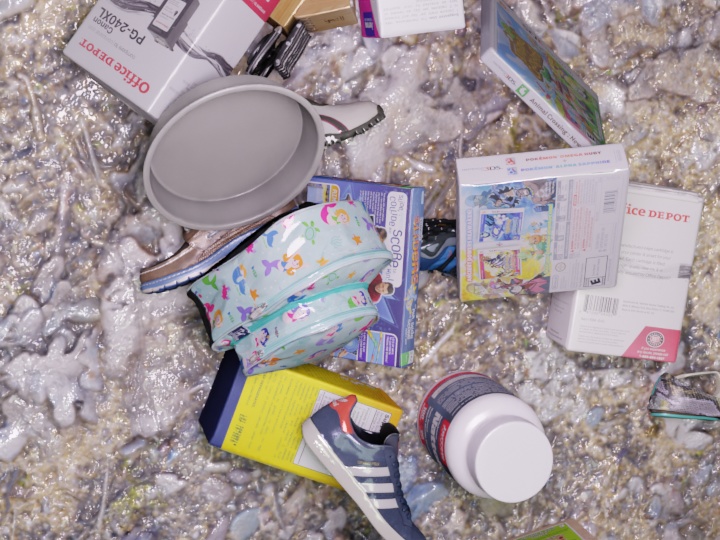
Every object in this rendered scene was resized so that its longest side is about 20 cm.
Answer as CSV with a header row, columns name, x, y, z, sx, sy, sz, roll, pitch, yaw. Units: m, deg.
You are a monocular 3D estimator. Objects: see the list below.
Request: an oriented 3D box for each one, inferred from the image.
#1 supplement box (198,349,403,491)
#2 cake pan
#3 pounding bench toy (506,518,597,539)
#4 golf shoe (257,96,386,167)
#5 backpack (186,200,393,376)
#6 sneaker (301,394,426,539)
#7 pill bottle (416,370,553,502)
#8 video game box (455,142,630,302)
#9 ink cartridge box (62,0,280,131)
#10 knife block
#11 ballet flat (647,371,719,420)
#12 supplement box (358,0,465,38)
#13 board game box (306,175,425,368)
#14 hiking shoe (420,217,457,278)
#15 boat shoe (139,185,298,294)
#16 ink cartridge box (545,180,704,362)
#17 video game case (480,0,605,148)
name,x,y,z,sx,sy,sz,roll,pitch,yaw
supplement box,-0.069,0.165,1.756,0.198,0.109,0.110,21,94,-15
cake pan,-0.136,-0.126,1.631,0.198,0.037,0.201,-15,140,-13
pounding bench toy,0.200,0.414,1.846,0.198,0.124,0.158,-16,102,-10
golf shoe,-0.070,-0.170,1.727,0.198,0.077,0.089,-15,96,-11
backpack,-0.063,0.014,1.650,0.200,0.177,0.151,-43,70,34
sneaker,0.025,0.221,1.690,0.084,0.075,0.201,-39,105,1
pill bottle,0.143,0.191,1.762,0.118,0.200,0.121,-2,98,-12
video game box,0.194,-0.049,1.691,0.180,0.047,0.201,-7,141,-2
ink cartridge box,-0.197,-0.263,1.643,0.145,0.083,0.201,34,89,28
knife block,-0.095,-0.309,1.699,0.173,0.064,0.203,-9,82,6
ballet flat,0.447,0.161,1.898,0.198,0.072,0.073,12,95,-16
supplement box,0.048,-0.362,1.711,0.102,0.101,0.203,-10,100,-11
board game box,0.000,0.000,1.746,0.134,0.034,0.203,9,99,26
hiking shoe,0.104,-0.017,1.789,0.198,0.075,0.088,-18,113,-3
boat shoe,-0.164,-0.039,1.731,0.198,0.072,0.073,-26,91,-11
ink cartridge box,0.310,-0.005,1.832,0.144,0.085,0.202,7,98,-14
video game case,0.203,-0.213,1.724,0.182,0.201,0.022,41,113,-15
